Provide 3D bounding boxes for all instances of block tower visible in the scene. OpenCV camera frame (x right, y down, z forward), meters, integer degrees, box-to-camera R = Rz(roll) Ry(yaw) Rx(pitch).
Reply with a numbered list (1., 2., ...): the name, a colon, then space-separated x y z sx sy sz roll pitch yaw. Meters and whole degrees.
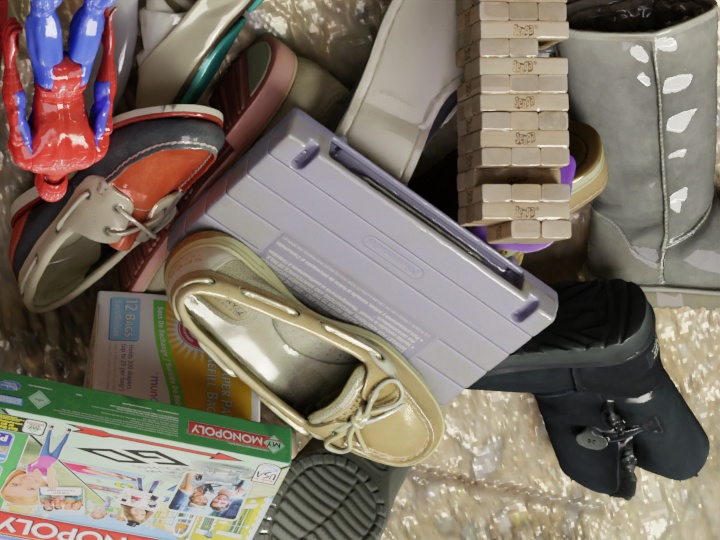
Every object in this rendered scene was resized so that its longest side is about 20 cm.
1. block tower: 0.086 -0.117 1.372 0.054 0.058 0.202 -1 87 -14

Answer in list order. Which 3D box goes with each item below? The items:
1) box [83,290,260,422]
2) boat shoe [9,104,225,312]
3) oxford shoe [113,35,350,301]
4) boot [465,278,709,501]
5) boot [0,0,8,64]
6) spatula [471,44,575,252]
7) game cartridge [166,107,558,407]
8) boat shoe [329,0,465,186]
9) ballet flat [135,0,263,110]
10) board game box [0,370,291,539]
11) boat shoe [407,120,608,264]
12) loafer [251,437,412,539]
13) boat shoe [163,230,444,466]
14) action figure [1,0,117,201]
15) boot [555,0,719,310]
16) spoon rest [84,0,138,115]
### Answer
1. box: -0.125 0.119 1.503 0.101 0.113 0.201 6 139 -9
2. boat shoe: -0.143 -0.037 1.415 0.071 0.063 0.200 15 150 -36
3. oxford shoe: -0.079 -0.045 1.464 0.074 0.071 0.200 25 119 -28
4. boot: 0.111 0.080 1.549 0.199 0.077 0.169 -3 140 21
5. boot: -0.242 -0.072 1.385 0.072 0.145 0.201 8 121 -11
6. spatula: 0.105 -0.111 1.416 0.056 0.021 0.202 8 92 25
7. game cartridge: 0.000 0.000 1.417 0.200 0.039 0.129 35 133 -20
8. boat shoe: 0.034 -0.121 1.433 0.072 0.063 0.201 31 95 -8
9. ballet flat: -0.085 -0.160 1.402 0.069 0.070 0.200 32 112 -22
10. board game box: -0.153 0.121 1.399 0.199 0.029 0.135 12 136 -15
11. boat shoe: 0.069 -0.030 1.483 0.199 0.074 0.066 -21 133 27
12. loafer: -0.019 0.144 1.522 0.075 0.200 0.070 45 129 1
13. boat shoe: -0.031 0.057 1.400 0.073 0.063 0.201 -42 113 16
14. action figure: -0.162 -0.118 1.327 0.065 0.052 0.201 -8 131 -23
15. boot: 0.209 -0.075 1.480 0.180 0.073 0.201 -5 116 -2
16. spoon rest: -0.159 -0.174 1.377 0.099 0.061 0.201 22 129 29
